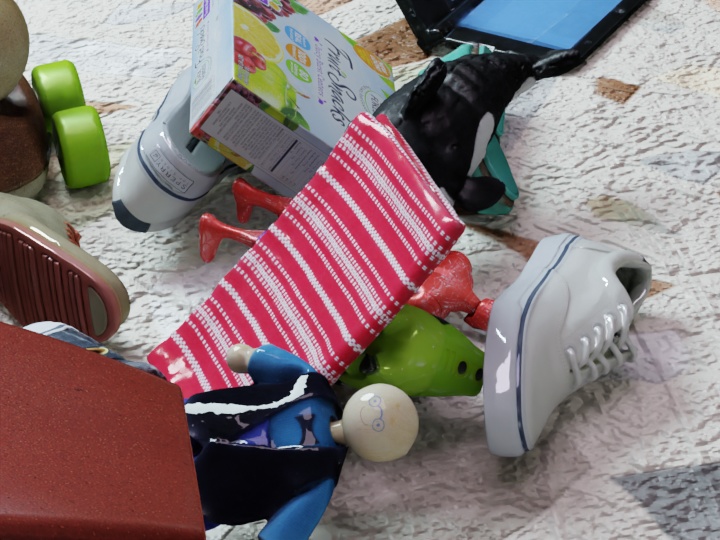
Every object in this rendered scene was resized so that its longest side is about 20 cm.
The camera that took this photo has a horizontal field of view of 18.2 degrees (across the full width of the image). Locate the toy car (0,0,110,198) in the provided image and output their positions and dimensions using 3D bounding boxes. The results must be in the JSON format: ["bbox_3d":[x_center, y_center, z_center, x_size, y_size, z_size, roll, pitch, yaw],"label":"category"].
[{"bbox_3d":[-0.269,-0.150,1.502,0.163,0.201,0.158,-13,31,-13],"label":"toy car"}]

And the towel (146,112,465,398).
[{"bbox_3d":[-0.034,0.015,1.231,0.200,0.022,0.145,-48,34,11],"label":"towel"}]

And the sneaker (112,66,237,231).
[{"bbox_3d":[-0.118,-0.082,1.476,0.071,0.073,0.200,-39,4,21],"label":"sneaker"}]

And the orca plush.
[{"bbox_3d":[0.058,-0.096,1.357,0.199,0.071,0.105,-29,56,-27],"label":"orca plush"}]

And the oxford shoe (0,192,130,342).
[{"bbox_3d":[-0.196,-0.013,1.387,0.075,0.071,0.199,-23,35,-37],"label":"oxford shoe"}]

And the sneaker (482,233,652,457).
[{"bbox_3d":[0.116,0.034,1.240,0.070,0.073,0.200,1,30,19],"label":"sneaker"}]

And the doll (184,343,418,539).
[{"bbox_3d":[-0.066,0.100,1.149,0.199,0.049,0.137,-14,61,5],"label":"doll"}]

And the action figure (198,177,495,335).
[{"bbox_3d":[0.000,0.000,1.347,0.199,0.052,0.065,18,43,28],"label":"action figure"}]

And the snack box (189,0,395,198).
[{"bbox_3d":[-0.041,-0.112,1.466,0.142,0.053,0.200,34,23,-21],"label":"snack box"}]

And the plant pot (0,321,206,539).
[{"bbox_3d":[-0.165,0.140,1.014,0.175,0.201,0.200,2,28,-11],"label":"plant pot"}]

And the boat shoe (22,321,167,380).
[{"bbox_3d":[-0.195,0.090,1.205,0.090,0.071,0.200,15,35,35],"label":"boat shoe"}]

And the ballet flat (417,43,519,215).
[{"bbox_3d":[0.063,-0.082,1.476,0.070,0.068,0.200,-26,26,15],"label":"ballet flat"}]

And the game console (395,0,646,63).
[{"bbox_3d":[0.118,-0.248,1.690,0.116,0.177,0.200,-19,16,40],"label":"game console"}]

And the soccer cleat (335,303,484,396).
[{"bbox_3d":[-0.005,0.039,1.274,0.081,0.068,0.200,22,-2,-34],"label":"soccer cleat"}]
